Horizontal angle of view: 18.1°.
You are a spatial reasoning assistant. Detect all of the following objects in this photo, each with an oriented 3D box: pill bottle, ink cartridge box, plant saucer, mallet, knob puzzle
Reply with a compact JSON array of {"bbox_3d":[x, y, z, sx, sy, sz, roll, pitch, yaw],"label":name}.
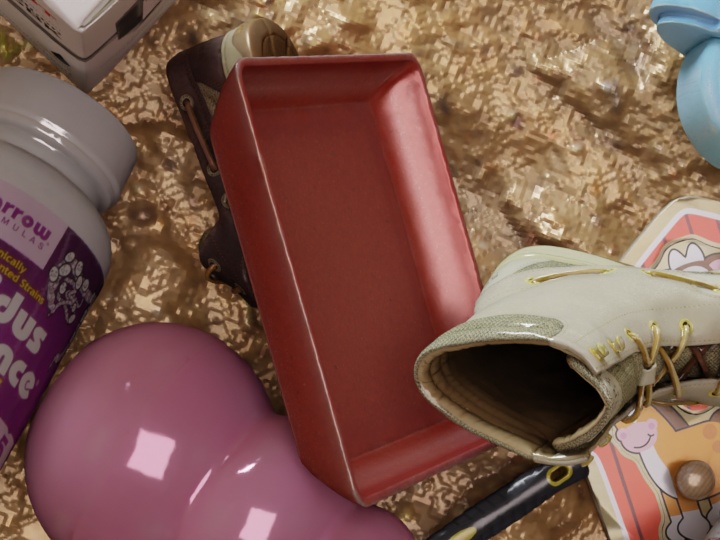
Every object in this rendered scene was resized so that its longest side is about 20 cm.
[{"bbox_3d":[-0.183,0.009,1.044,0.112,0.112,0.201,28,66,-4],"label":"pill bottle"},{"bbox_3d":[-0.151,-0.169,1.027,0.147,0.200,0.083,43,84,-2],"label":"ink cartridge box"},{"bbox_3d":[0.000,0.000,1.057,0.037,0.200,0.201,-16,89,26],"label":"plant saucer"},{"bbox_3d":[0.030,0.154,1.109,0.199,0.041,0.066,-25,90,-7],"label":"mallet"},{"bbox_3d":[0.194,0.059,1.139,0.218,0.030,0.221,0,87,-6],"label":"knob puzzle"}]

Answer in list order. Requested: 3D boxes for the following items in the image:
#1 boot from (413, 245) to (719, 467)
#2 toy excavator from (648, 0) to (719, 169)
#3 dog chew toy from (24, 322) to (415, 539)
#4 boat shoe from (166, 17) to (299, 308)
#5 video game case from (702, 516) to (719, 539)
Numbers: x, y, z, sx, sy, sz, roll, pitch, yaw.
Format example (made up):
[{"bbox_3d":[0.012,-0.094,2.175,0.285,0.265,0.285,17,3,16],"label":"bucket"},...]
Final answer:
[{"bbox_3d":[0.136,0.044,1.043,0.199,0.155,0.073,10,107,17],"label":"boot"},{"bbox_3d":[0.217,-0.058,1.116,0.193,0.100,0.201,25,87,-3],"label":"toy excavator"},{"bbox_3d":[-0.056,0.112,1.046,0.199,0.125,0.125,32,84,12],"label":"dog chew toy"},{"bbox_3d":[-0.045,-0.018,1.106,0.072,0.072,0.201,-16,98,23],"label":"boat shoe"},{"bbox_3d":[0.185,0.232,1.054,0.182,0.023,0.201,-42,113,-45],"label":"video game case"}]
